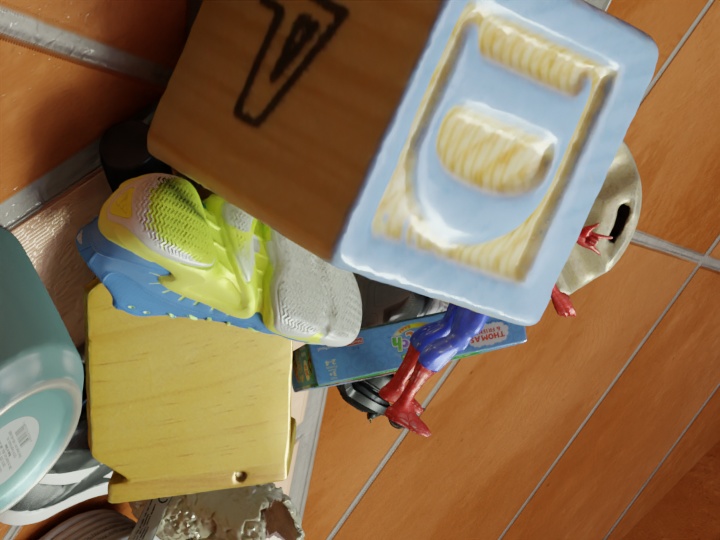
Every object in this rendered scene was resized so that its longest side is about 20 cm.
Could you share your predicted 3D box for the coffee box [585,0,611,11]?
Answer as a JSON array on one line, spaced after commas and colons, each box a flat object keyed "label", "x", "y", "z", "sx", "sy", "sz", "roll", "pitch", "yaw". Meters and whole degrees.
[{"label": "coffee box", "x": 0.130, "y": -0.218, "z": 1.366, "sx": 0.200, "sy": 0.080, "sz": 0.115, "roll": -82, "pitch": -164, "yaw": -66}]

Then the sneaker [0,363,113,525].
[{"label": "sneaker", "x": -0.180, "y": 0.105, "z": 1.395, "sx": 0.200, "sy": 0.073, "sz": 0.112, "roll": -27, "pitch": 150, "yaw": -46}]

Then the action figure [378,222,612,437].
[{"label": "action figure", "x": 0.101, "y": 0.022, "z": 1.271, "sx": 0.200, "sy": 0.099, "sz": 0.065, "roll": -62, "pitch": -165, "yaw": 14}]

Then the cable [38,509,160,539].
[{"label": "cable", "x": -0.240, "y": 0.282, "z": 1.576, "sx": 0.200, "sy": 0.069, "sz": 0.200, "roll": -56, "pitch": 159, "yaw": 11}]

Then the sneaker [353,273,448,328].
[{"label": "sneaker", "x": 0.000, "y": 0.000, "z": 1.559, "sx": 0.075, "sy": 0.114, "sz": 0.200, "roll": -41, "pitch": 149, "yaw": 6}]

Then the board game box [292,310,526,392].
[{"label": "board game box", "x": 0.028, "y": 0.057, "z": 1.421, "sx": 0.151, "sy": 0.037, "sz": 0.200, "roll": -12, "pitch": 177, "yaw": -7}]

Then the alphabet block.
[{"label": "alphabet block", "x": 0.024, "y": -0.106, "z": 1.179, "sx": 0.195, "sy": 0.200, "sz": 0.197, "roll": 20, "pitch": 98, "yaw": -44}]

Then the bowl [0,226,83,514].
[{"label": "bowl", "x": -0.245, "y": 0.081, "z": 1.172, "sx": 0.201, "sy": 0.105, "sz": 0.201, "roll": -43, "pitch": 158, "yaw": -23}]

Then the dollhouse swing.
[{"label": "dollhouse swing", "x": -0.117, "y": 0.025, "z": 1.371, "sx": 0.181, "sy": 0.176, "sz": 0.200, "roll": -6, "pitch": 117, "yaw": -16}]

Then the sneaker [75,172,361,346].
[{"label": "sneaker", "x": -0.094, "y": 0.000, "z": 1.228, "sx": 0.200, "sy": 0.105, "sz": 0.076, "roll": 32, "pitch": 55, "yaw": -36}]

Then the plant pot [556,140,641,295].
[{"label": "plant pot", "x": 0.102, "y": -0.071, "z": 1.375, "sx": 0.200, "sy": 0.183, "sz": 0.201, "roll": -6, "pitch": 110, "yaw": -17}]

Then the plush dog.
[{"label": "plush dog", "x": -0.124, "y": 0.181, "z": 1.556, "sx": 0.160, "sy": 0.200, "sz": 0.172, "roll": -19, "pitch": 149, "yaw": 6}]

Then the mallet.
[{"label": "mallet", "x": -0.096, "y": -0.125, "z": 1.251, "sx": 0.200, "sy": 0.041, "sz": 0.066, "roll": -53, "pitch": 157, "yaw": -12}]

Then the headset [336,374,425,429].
[{"label": "headset", "x": 0.019, "y": 0.082, "z": 1.823, "sx": 0.123, "sy": 0.094, "sz": 0.200, "roll": -39, "pitch": 141, "yaw": -21}]
